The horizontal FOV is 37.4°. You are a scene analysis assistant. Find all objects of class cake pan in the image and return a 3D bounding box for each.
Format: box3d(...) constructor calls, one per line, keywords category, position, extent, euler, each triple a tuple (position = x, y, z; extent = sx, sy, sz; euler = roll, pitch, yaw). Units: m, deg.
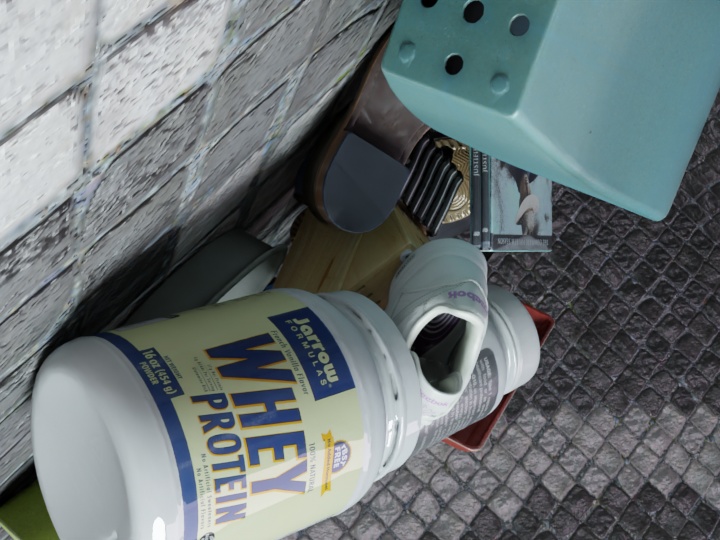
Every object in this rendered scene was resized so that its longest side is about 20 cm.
box3d(category="cake pan", position=(-0.132, 0.044, 0.769), extent=(0.200, 0.037, 0.200), euler=(-47, 177, -3))

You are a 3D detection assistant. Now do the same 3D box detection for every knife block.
box3d(category="knife block", position=(-0.009, -0.026, 0.802), extent=(0.200, 0.064, 0.176), euler=(-38, -141, 11))

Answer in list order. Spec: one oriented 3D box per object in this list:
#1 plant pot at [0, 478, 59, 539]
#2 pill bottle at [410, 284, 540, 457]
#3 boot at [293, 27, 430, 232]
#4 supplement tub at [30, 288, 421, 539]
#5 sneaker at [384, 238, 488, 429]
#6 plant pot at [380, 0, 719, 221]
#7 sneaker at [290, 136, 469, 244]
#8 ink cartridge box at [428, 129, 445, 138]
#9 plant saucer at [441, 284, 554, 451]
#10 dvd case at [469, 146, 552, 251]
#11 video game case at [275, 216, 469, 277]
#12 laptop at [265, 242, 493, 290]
box3d(category="plant pot", position=(-0.156, 0.189, 0.858), extent=(0.200, 0.187, 0.187), euler=(-46, 177, -23))
box3d(category="pill bottle", position=(0.049, 0.087, 0.883), extent=(0.199, 0.114, 0.113), euler=(-21, 162, -34))
box3d(category="boot", position=(0.018, -0.120, 0.732), extent=(0.201, 0.075, 0.097), euler=(-56, -157, -9))
box3d(category="supplement tub", position=(-0.076, 0.091, 0.630), extent=(0.199, 0.146, 0.145), euler=(-14, 156, -39))
box3d(category="sneaker", position=(0.021, 0.075, 0.708), extent=(0.100, 0.074, 0.201), euler=(-96, -149, -60))
box3d(category="plant pot", position=(0.111, -0.125, 0.618), extent=(0.200, 0.141, 0.142), euler=(4, 109, -58))
box3d(category="sneaker", position=(0.039, -0.073, 0.923), extent=(0.199, 0.070, 0.109), euler=(-21, -169, 19))
box3d(category="ink cartridge box", position=(0.044, -0.080, 1.121), extent=(0.037, 0.095, 0.200), euler=(-1, 152, -22))
box3d(category="plant saucer", position=(0.060, 0.072, 1.013), extent=(0.200, 0.199, 0.037), euler=(-49, 159, -44))
box3d(category="dvd case", position=(0.119, -0.115, 0.828), extent=(0.146, 0.022, 0.202), euler=(-1, 92, -62))
box3d(category="video game case", position=(0.016, -0.029, 0.990), extent=(0.143, 0.018, 0.200), euler=(-27, -168, -27))
box3d(category="laptop", position=(0.000, 0.000, 0.953), extent=(0.186, 0.116, 0.200), euler=(-26, 163, -25))
